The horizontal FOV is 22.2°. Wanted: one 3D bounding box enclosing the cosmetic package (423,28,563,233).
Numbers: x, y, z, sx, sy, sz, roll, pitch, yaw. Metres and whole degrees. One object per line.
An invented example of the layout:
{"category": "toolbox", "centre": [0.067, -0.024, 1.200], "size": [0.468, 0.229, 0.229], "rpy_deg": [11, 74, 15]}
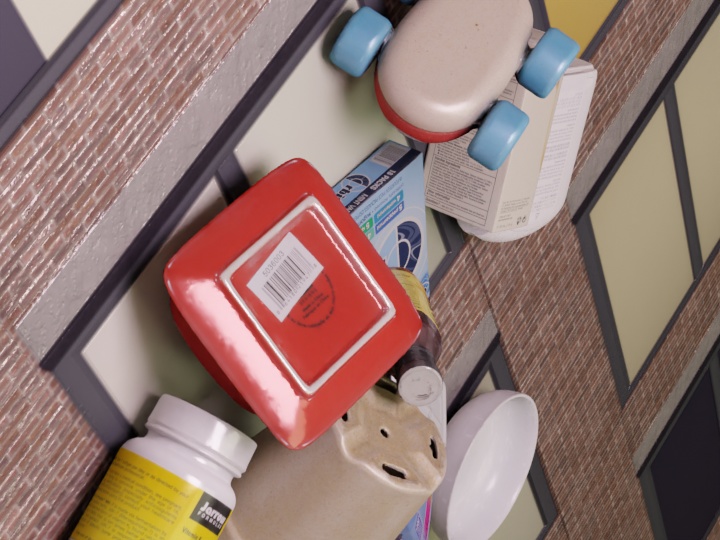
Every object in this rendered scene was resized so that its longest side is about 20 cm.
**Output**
{"category": "cosmetic package", "centre": [0.134, -0.150, 1.858], "size": [0.071, 0.105, 0.200], "rpy_deg": [-12, 122, -52]}

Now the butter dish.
{"category": "butter dish", "centre": [-0.082, 0.037, 1.595], "size": [0.200, 0.148, 0.200], "rpy_deg": [-43, 103, -35]}

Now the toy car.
{"category": "toy car", "centre": [0.074, -0.175, 1.723], "size": [0.177, 0.184, 0.200], "rpy_deg": [-55, 177, -21]}

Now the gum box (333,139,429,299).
{"category": "gum box", "centre": [0.000, 0.000, 1.798], "size": [0.170, 0.044, 0.200], "rpy_deg": [-43, 142, -36]}

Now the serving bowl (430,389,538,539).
{"category": "serving bowl", "centre": [0.131, 0.227, 2.159], "size": [0.200, 0.066, 0.200], "rpy_deg": [-39, 141, -41]}

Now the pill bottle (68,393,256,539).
{"category": "pill bottle", "centre": [-0.178, 0.215, 1.576], "size": [0.200, 0.114, 0.114], "rpy_deg": [-61, 151, -11]}

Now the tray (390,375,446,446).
{"category": "tray", "centre": [0.062, 0.129, 1.875], "size": [0.200, 0.022, 0.108], "rpy_deg": [55, 34, -66]}

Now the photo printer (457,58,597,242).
{"category": "photo printer", "centre": [0.176, -0.129, 1.980], "size": [0.166, 0.069, 0.200], "rpy_deg": [-16, 124, -54]}

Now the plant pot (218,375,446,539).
{"category": "plant pot", "centre": [-0.026, 0.194, 1.659], "size": [0.183, 0.201, 0.200], "rpy_deg": [-45, 164, 32]}

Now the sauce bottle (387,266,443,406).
{"category": "sauce bottle", "centre": [0.041, 0.062, 1.686], "size": [0.200, 0.066, 0.066], "rpy_deg": [-103, -161, -63]}

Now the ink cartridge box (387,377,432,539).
{"category": "ink cartridge box", "centre": [0.021, 0.202, 1.895], "size": [0.200, 0.076, 0.137], "rpy_deg": [70, 22, -49]}
